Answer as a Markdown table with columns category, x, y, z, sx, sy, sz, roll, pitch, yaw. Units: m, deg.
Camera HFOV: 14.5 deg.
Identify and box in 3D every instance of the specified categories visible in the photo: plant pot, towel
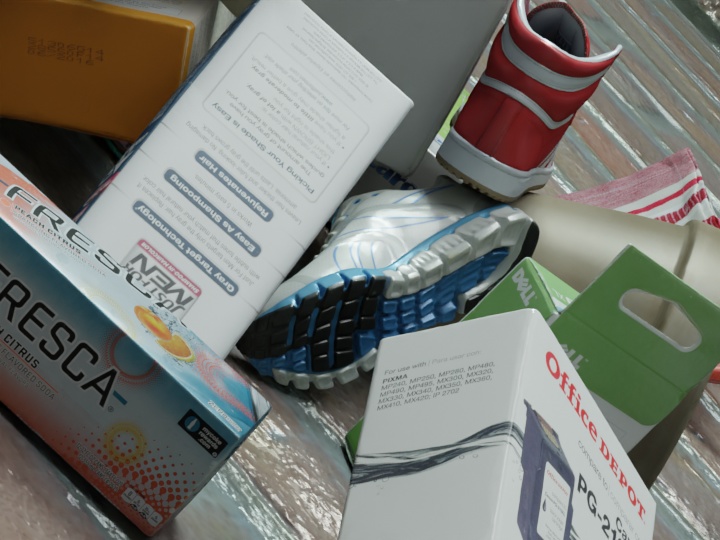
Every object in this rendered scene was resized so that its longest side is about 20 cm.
| category | x | y | z | sx | sy | sz | roll | pitch | yaw |
| --- | --- | --- | --- | --- | --- | --- | --- | --- | --- |
| plant pot | 0.113 | 0.036 | 1.697 | 0.173 | 0.200 | 0.200 | 26 | 17 | 0 |
| towel | 0.190 | -0.021 | 2.062 | 0.200 | 0.144 | 0.023 | -95 | 163 | -66 |

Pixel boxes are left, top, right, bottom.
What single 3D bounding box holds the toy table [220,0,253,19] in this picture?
| category | x | y | z | sx | sy | sz | roll | pitch | yaw |
| --- | --- | --- | --- | --- | --- | --- | --- | --- | --- |
| toy table | -0.070 | -0.225 | 1.515 | 0.200 | 0.117 | 0.184 | 51 | 16 | -4 |

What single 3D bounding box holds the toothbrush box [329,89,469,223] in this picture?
| category | x | y | z | sx | sy | sz | roll | pitch | yaw |
| --- | --- | --- | --- | --- | --- | --- | --- | --- | --- |
| toothbrush box | 0.021 | -0.084 | 1.902 | 0.146 | 0.086 | 0.200 | 40 | 16 | -9 |

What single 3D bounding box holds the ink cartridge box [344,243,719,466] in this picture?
| category | x | y | z | sx | sy | sz | roll | pitch | yaw |
| --- | --- | --- | --- | --- | --- | --- | --- | --- | --- |
| ink cartridge box | 0.099 | 0.063 | 1.521 | 0.104 | 0.200 | 0.059 | 34 | 19 | -32 |

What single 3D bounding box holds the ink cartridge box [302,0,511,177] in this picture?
| category | x | y | z | sx | sy | sz | roll | pitch | yaw |
| --- | --- | --- | --- | --- | --- | --- | --- | --- | --- |
| ink cartridge box | 0.016 | -0.157 | 1.707 | 0.129 | 0.125 | 0.200 | 29 | 16 | 0 |

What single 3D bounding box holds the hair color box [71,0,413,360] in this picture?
| category | x | y | z | sx | sy | sz | roll | pitch | yaw |
| --- | --- | --- | --- | --- | --- | --- | --- | --- | --- |
| hair color box | -0.069 | -0.041 | 1.431 | 0.100 | 0.061 | 0.200 | 41 | 57 | -8 |

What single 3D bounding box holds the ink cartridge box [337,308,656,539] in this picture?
| category | x | y | z | sx | sy | sz | roll | pitch | yaw |
| --- | --- | --- | --- | --- | --- | --- | --- | --- | --- |
| ink cartridge box | 0.059 | 0.138 | 1.260 | 0.145 | 0.084 | 0.200 | 57 | 31 | -35 |

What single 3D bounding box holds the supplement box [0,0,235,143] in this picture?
| category | x | y | z | sx | sy | sz | roll | pitch | yaw |
| --- | --- | --- | --- | --- | --- | --- | --- | --- | --- |
| supplement box | -0.143 | -0.133 | 1.571 | 0.126 | 0.074 | 0.200 | 11 | 18 | 3 |

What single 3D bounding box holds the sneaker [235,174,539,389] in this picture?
| category | x | y | z | sx | sy | sz | roll | pitch | yaw |
| --- | --- | --- | --- | --- | --- | --- | --- | --- | --- |
| sneaker | 0.000 | 0.000 | 1.583 | 0.200 | 0.075 | 0.087 | -23 | 49 | -36 |

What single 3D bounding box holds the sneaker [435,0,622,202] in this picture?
| category | x | y | z | sx | sy | sz | roll | pitch | yaw |
| --- | --- | --- | --- | --- | --- | --- | --- | --- | --- |
| sneaker | 0.103 | -0.108 | 1.663 | 0.071 | 0.113 | 0.200 | 30 | 13 | 1 |

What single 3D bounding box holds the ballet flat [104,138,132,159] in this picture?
| category | x | y | z | sx | sy | sz | roll | pitch | yaw |
| --- | --- | --- | --- | --- | --- | --- | --- | --- | --- |
| ballet flat | -0.071 | -0.081 | 1.694 | 0.200 | 0.071 | 0.069 | 19 | 46 | -55 |

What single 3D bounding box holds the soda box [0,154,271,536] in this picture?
| category | x | y | z | sx | sy | sz | roll | pitch | yaw |
| --- | --- | --- | --- | --- | --- | --- | --- | --- | --- |
| soda box | -0.139 | 0.024 | 1.283 | 0.200 | 0.068 | 0.064 | 43 | 16 | 0 |

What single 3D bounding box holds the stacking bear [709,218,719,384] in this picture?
| category | x | y | z | sx | sy | sz | roll | pitch | yaw |
| --- | --- | --- | --- | --- | --- | --- | --- | --- | --- |
| stacking bear | 0.254 | 0.019 | 2.170 | 0.114 | 0.122 | 0.200 | 3 | 1 | 6 |
